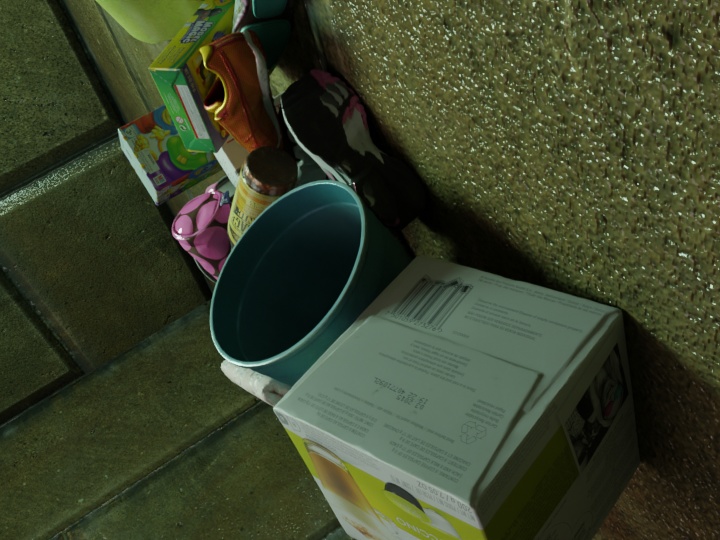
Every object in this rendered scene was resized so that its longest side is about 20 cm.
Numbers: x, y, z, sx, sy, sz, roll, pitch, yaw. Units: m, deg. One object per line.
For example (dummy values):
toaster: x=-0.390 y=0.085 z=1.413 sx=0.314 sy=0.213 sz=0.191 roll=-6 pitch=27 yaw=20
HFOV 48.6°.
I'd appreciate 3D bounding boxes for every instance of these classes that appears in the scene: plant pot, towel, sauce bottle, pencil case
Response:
plant pot: x=-0.016 y=0.044 z=0.811 sx=0.188 sy=0.200 sz=0.200 roll=38 pitch=-179 yaw=-38
towel: x=-0.059 y=0.162 z=0.914 sx=0.191 sy=0.032 sz=0.200 roll=34 pitch=167 yaw=-18
sauce bottle: x=-0.122 y=-0.057 z=0.940 sx=0.066 sy=0.066 sz=0.200 roll=52 pitch=146 yaw=22
plant pot: x=-0.267 y=-0.380 z=0.958 sx=0.200 sy=0.200 sz=0.184 roll=52 pitch=176 yaw=21
pencil case: x=-0.158 y=-0.022 z=1.080 sx=0.200 sy=0.091 sz=0.094 roll=52 pitch=-144 yaw=-38

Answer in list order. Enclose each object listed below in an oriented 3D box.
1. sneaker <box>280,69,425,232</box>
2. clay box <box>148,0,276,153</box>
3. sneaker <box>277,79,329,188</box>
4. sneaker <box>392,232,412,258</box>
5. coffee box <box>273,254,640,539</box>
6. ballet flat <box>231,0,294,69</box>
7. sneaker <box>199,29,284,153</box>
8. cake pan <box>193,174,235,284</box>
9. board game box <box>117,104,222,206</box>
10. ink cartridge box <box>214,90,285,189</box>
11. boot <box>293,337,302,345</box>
sneaker: x=-0.016 y=-0.115 z=0.844 sx=0.200 sy=0.080 sz=0.086 roll=56 pitch=167 yaw=11
clay box: x=-0.159 y=-0.245 z=0.928 sx=0.048 sy=0.200 sz=0.115 roll=7 pitch=141 yaw=23
sneaker: x=-0.063 y=-0.130 z=0.951 sx=0.091 sy=0.066 sz=0.200 roll=-129 pitch=32 yaw=-66
sneaker: x=0.000 y=0.000 z=0.952 sx=0.200 sy=0.115 sz=0.076 roll=55 pitch=166 yaw=10
coffee box: x=0.091 y=0.139 z=0.669 sx=0.200 sy=0.200 sz=0.198 roll=18 pitch=142 yaw=40
ballet flat: x=-0.105 y=-0.284 z=0.837 sx=0.200 sy=0.069 sz=0.071 roll=126 pitch=129 yaw=-72
sneaker: x=-0.130 y=-0.178 z=0.882 sx=0.200 sy=0.077 sz=0.073 roll=79 pitch=172 yaw=-52
cake pan: x=-0.142 y=-0.052 z=1.145 sx=0.037 sy=0.200 sz=0.200 roll=44 pitch=161 yaw=52
board game box: x=-0.233 y=-0.194 z=1.156 sx=0.103 sy=0.200 sz=0.105 roll=58 pitch=165 yaw=-1
ink cartridge box: x=-0.116 y=-0.147 z=1.032 sx=0.200 sy=0.116 sz=0.067 roll=58 pitch=167 yaw=-1
boot: x=-0.085 y=0.044 z=0.970 sx=0.079 sy=0.158 sz=0.211 roll=22 pitch=173 yaw=-23
